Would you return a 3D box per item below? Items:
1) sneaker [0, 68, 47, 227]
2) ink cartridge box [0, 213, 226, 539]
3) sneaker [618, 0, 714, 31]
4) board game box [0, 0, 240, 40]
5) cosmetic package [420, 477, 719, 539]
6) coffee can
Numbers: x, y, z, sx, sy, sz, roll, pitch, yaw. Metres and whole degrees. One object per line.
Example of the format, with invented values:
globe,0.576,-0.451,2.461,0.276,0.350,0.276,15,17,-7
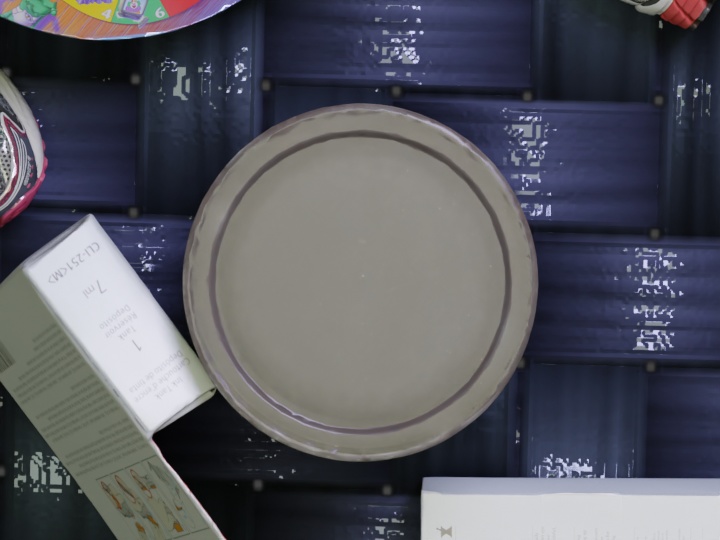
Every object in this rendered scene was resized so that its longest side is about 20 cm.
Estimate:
sneaker,-0.231,-0.095,1.360,0.200,0.075,0.081,44,95,-2
ink cartridge box,-0.101,0.070,1.306,0.044,0.200,0.174,-38,93,-17
sneaker,0.151,-0.216,1.334,0.082,0.078,0.201,18,95,2
board game box,-0.111,-0.201,1.318,0.157,0.039,0.201,-7,66,-6
cosmetic package,0.102,0.199,1.382,0.150,0.052,0.201,0,95,0
coffee can,0.000,0.000,1.293,0.146,0.200,0.147,0,93,0
